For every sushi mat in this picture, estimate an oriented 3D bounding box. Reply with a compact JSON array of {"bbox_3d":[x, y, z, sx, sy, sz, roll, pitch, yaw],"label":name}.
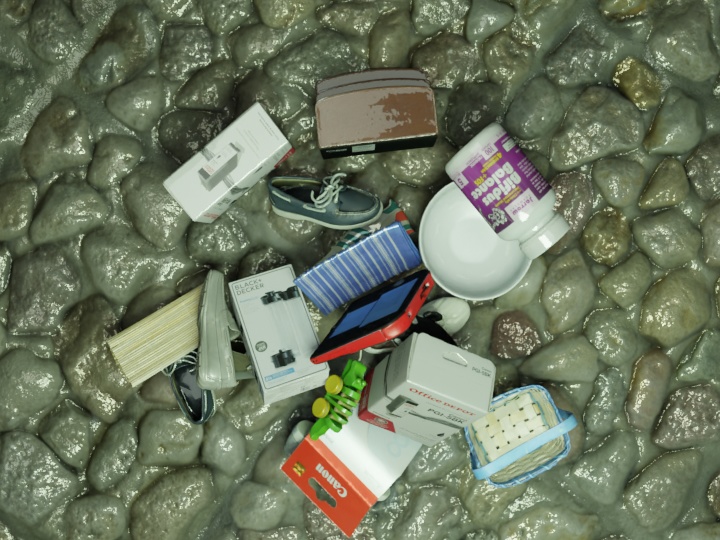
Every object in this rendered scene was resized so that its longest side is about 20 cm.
[{"bbox_3d":[-0.318,0.104,1.280,0.198,0.012,0.096,-32,74,-21],"label":"sushi mat"}]

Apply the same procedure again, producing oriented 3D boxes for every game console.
[{"bbox_3d":[0.022,0.069,1.207,0.175,0.200,0.031,-21,105,29],"label":"game console"}]

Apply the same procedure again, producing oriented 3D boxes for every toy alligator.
[{"bbox_3d":[-0.017,0.188,1.218,0.059,0.054,0.202,34,83,-41],"label":"toy alligator"}]

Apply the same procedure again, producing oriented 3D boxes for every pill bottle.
[{"bbox_3d":[0.232,-0.120,1.187,0.112,0.112,0.201,-40,89,1],"label":"pill bottle"}]

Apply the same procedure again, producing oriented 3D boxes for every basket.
[{"bbox_3d":[0.248,0.268,1.227,0.174,0.200,0.141,-27,90,0],"label":"basket"}]

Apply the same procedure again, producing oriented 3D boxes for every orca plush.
[{"bbox_3d":[0.120,0.142,1.245,0.105,0.071,0.201,-37,124,-4],"label":"orca plush"}]

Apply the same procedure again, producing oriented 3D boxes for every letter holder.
[{"bbox_3d":[0.023,-0.276,1.278,0.196,0.101,0.145,-6,89,1],"label":"letter holder"}]

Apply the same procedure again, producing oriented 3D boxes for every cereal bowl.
[{"bbox_3d":[0.191,-0.053,1.285,0.196,0.083,0.205,0,90,0],"label":"cereal bowl"}]

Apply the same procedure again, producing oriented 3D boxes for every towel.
[{"bbox_3d":[0.000,0.000,1.258,0.198,0.145,0.024,-29,60,5],"label":"towel"}]

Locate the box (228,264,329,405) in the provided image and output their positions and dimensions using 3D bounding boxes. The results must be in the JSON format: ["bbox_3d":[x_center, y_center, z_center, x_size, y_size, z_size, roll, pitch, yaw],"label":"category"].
[{"bbox_3d":[-0.135,0.102,1.250,0.115,0.060,0.203,-16,64,-13],"label":"box"}]

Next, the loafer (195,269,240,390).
[{"bbox_3d":[-0.233,0.097,1.257,0.068,0.070,0.204,5,68,-19],"label":"loafer"}]

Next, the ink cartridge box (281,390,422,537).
[{"bbox_3d":[-0.011,0.302,1.253,0.160,0.047,0.200,44,51,0],"label":"ink cartridge box"}]

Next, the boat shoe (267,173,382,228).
[{"bbox_3d":[-0.061,-0.122,1.268,0.196,0.062,0.076,12,57,19],"label":"boat shoe"}]

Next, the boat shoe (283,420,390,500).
[{"bbox_3d":[-0.042,0.337,1.306,0.199,0.070,0.072,36,114,-4],"label":"boat shoe"}]

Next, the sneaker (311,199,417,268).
[{"bbox_3d":[-0.006,-0.050,1.304,0.197,0.070,0.095,-26,73,3],"label":"sneaker"}]

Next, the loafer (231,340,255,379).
[{"bbox_3d":[-0.165,0.144,1.291,0.195,0.075,0.071,-3,104,1],"label":"loafer"}]

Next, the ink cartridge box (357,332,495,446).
[{"bbox_3d":[0.100,0.193,1.206,0.145,0.200,0.084,22,57,-11],"label":"ink cartridge box"}]

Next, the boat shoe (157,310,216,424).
[{"bbox_3d":[-0.301,0.164,1.303,0.073,0.062,0.204,-14,90,3],"label":"boat shoe"}]

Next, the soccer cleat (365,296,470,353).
[{"bbox_3d":[0.094,0.099,1.290,0.196,0.078,0.071,-18,90,0],"label":"soccer cleat"}]

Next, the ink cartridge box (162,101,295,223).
[{"bbox_3d":[-0.211,-0.171,1.257,0.199,0.147,0.083,-40,92,2],"label":"ink cartridge box"}]
